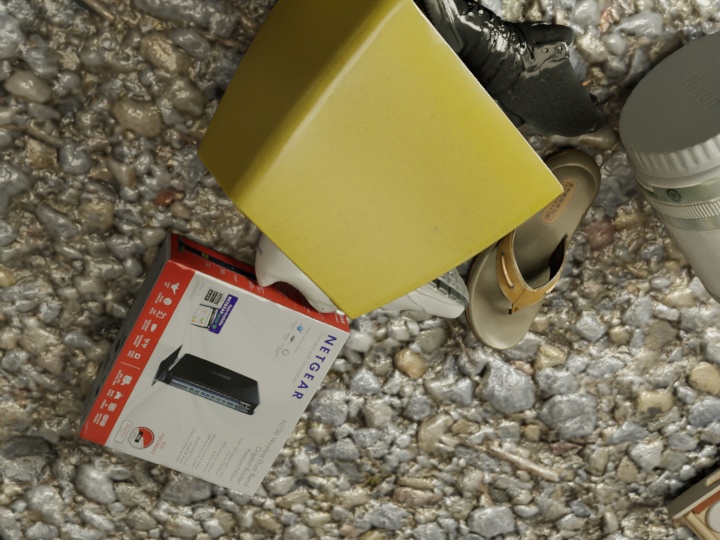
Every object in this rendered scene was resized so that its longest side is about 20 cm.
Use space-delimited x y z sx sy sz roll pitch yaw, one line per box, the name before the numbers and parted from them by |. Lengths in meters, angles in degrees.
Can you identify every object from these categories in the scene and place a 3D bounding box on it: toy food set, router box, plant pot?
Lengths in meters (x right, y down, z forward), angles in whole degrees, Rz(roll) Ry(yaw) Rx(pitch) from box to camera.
toy food set | 0.431 0.267 1.261 0.143 0.061 0.200 -39 118 13
router box | -0.132 0.089 1.075 0.177 0.049 0.202 22 114 -20
plant pot | -0.007 -0.089 0.883 0.176 0.200 0.200 -44 118 0

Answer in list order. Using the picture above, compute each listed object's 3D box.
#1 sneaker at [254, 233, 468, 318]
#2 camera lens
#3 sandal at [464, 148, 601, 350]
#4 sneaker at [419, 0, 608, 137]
sneaker | 0.000 0.000 1.041 0.197 0.075 0.088 21 121 -10
camera lens | 0.322 -0.076 0.988 0.159 0.161 0.200 -35 119 12
sandal | 0.153 -0.011 1.060 0.079 0.054 0.202 19 115 -19
sneaker | 0.123 -0.178 0.960 0.103 0.060 0.201 -26 126 8
